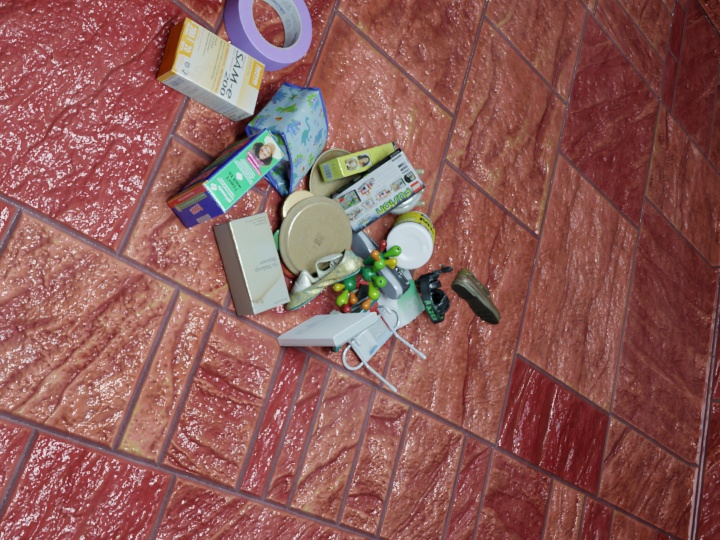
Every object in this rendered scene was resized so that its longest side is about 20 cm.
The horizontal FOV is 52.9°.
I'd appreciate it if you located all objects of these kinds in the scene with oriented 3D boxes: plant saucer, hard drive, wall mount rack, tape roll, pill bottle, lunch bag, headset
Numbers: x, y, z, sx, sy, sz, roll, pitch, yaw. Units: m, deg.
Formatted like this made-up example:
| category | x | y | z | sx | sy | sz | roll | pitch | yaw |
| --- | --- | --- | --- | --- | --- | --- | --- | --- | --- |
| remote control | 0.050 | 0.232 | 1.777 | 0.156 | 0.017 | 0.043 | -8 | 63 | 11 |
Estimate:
| category | x | y | z | sx | sy | sz | roll | pitch | yaw |
| --- | --- | --- | --- | --- | --- | --- | --- | --- | --- |
| plant saucer | -0.054 | -0.192 | 1.749 | 0.200 | 0.035 | 0.201 | 6 | 81 | -42 |
| hard drive | -0.074 | 0.129 | 1.584 | 0.132 | 0.199 | 0.026 | -29 | 105 | -40 |
| wall mount rack | 0.059 | 0.188 | 1.759 | 0.200 | 0.074 | 0.174 | -44 | 110 | -23 |
| tape roll | -0.206 | -0.559 | 1.635 | 0.199 | 0.065 | 0.201 | 5 | 82 | -41 |
| pill bottle | 0.128 | -0.082 | 1.794 | 0.200 | 0.114 | 0.115 | -65 | 135 | -72 |
| lunch bag | -0.153 | -0.288 | 1.616 | 0.170 | 0.127 | 0.200 | -57 | 150 | -30 |
| headset | 0.200 | 0.052 | 1.880 | 0.200 | 0.094 | 0.124 | -80 | 148 | -61 |

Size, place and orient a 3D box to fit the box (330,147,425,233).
| category | x | y | z | sx | sy | sz | roll | pitch | yaw |
| --- | --- | --- | --- | --- | --- | --- | --- | --- | --- |
| box | 0.040 | -0.186 | 1.699 | 0.200 | 0.035 | 0.110 | -33 | 115 | 8 |

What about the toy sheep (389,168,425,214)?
| category | x | y | z | sx | sy | sz | roll | pitch | yaw |
| --- | --- | --- | --- | --- | --- | --- | --- | --- | --- |
| toy sheep | 0.095 | -0.206 | 1.804 | 0.200 | 0.137 | 0.139 | 73 | 29 | -69 |

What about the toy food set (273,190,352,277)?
| category | x | y | z | sx | sy | sz | roll | pitch | yaw |
| --- | --- | --- | --- | --- | --- | --- | --- | --- | --- |
| toy food set | -0.107 | -0.072 | 1.655 | 0.199 | 0.049 | 0.199 | 16 | 89 | -35 |

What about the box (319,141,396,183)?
| category | x | y | z | sx | sy | sz | roll | pitch | yaw |
| --- | --- | --- | --- | --- | --- | --- | --- | --- | --- |
| box | 0.000 | -0.259 | 1.734 | 0.200 | 0.075 | 0.050 | -24 | 99 | -40 |

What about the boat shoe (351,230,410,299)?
| category | x | y | z | sx | sy | sz | roll | pitch | yaw |
| --- | --- | --- | --- | --- | --- | --- | --- | --- | --- |
| boat shoe | 0.051 | -0.024 | 1.768 | 0.066 | 0.070 | 0.200 | -31 | 78 | -34 |

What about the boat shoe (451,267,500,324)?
| category | x | y | z | sx | sy | sz | roll | pitch | yaw |
| --- | --- | --- | --- | --- | --- | --- | --- | --- | --- |
| boat shoe | 0.341 | 0.073 | 2.049 | 0.200 | 0.072 | 0.068 | 46 | 59 | -28 |

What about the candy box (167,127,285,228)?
| category | x | y | z | sx | sy | sz | roll | pitch | yaw |
| --- | --- | --- | --- | --- | --- | --- | --- | --- | --- |
| candy box | -0.272 | -0.186 | 1.463 | 0.077 | 0.169 | 0.200 | 52 | 55 | -21 |

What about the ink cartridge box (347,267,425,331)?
| category | x | y | z | sx | sy | sz | roll | pitch | yaw |
| --- | --- | --- | --- | --- | --- | --- | --- | --- | --- |
| ink cartridge box | 0.063 | 0.077 | 1.817 | 0.200 | 0.050 | 0.162 | -37 | 109 | -40 |

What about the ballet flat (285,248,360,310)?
| category | x | y | z | sx | sy | sz | roll | pitch | yaw |
| --- | --- | --- | --- | --- | --- | --- | --- | --- | --- |
| ballet flat | -0.095 | 0.015 | 1.610 | 0.071 | 0.199 | 0.071 | 58 | 8 | -14 |

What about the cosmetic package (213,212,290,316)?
| category | x | y | z | sx | sy | sz | roll | pitch | yaw |
| --- | --- | --- | --- | --- | --- | --- | --- | --- | --- |
| cosmetic package | -0.232 | -0.014 | 1.546 | 0.103 | 0.073 | 0.201 | -21 | 98 | -41 |

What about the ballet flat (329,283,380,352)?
| category | x | y | z | sx | sy | sz | roll | pitch | yaw |
| --- | --- | --- | --- | --- | --- | --- | --- | --- | --- |
| ballet flat | -0.031 | 0.107 | 1.715 | 0.068 | 0.068 | 0.200 | 33 | 57 | 11 |

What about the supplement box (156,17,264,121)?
| category | x | y | z | sx | sy | sz | roll | pitch | yaw |
| --- | --- | --- | --- | --- | --- | --- | --- | --- | --- |
| supplement box | -0.310 | -0.417 | 1.519 | 0.200 | 0.073 | 0.127 | 22 | 71 | -38 |

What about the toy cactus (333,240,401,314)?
| category | x | y | z | sx | sy | sz | roll | pitch | yaw |
| --- | --- | --- | --- | --- | --- | --- | --- | --- | --- |
| toy cactus | 0.000 | 0.000 | 1.683 | 0.200 | 0.165 | 0.102 | -52 | 128 | -2 |
